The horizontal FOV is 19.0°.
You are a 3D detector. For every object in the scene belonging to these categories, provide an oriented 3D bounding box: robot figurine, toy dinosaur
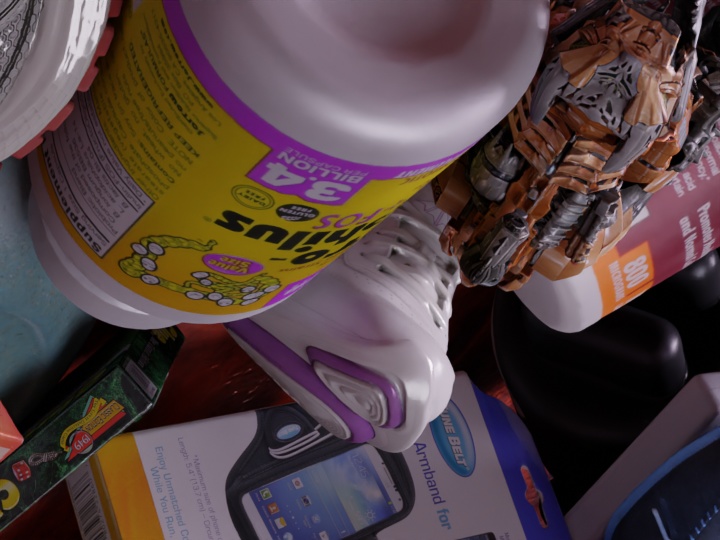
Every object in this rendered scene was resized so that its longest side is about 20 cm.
[{"bbox_3d":[0.129,0.042,0.979,0.150,0.125,0.200,-28,153,0],"label":"robot figurine"},{"bbox_3d":[0.058,-0.046,0.645,0.136,0.102,0.200,-57,-160,-23],"label":"toy dinosaur"}]

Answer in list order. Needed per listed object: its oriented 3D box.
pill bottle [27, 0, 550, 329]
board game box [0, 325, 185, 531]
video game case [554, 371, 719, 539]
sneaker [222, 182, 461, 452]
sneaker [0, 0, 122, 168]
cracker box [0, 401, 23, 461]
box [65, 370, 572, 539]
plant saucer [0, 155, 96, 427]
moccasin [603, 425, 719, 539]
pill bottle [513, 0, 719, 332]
[{"bbox_3d":[-0.034,-0.048,0.622,0.104,0.105,0.200,-18,170,-29],"label":"pill bottle"},{"bbox_3d":[-0.150,0.091,0.797,0.200,0.023,0.105,-39,-175,9],"label":"board game box"},{"bbox_3d":[0.153,0.108,0.958,0.182,0.022,0.200,-4,142,-42],"label":"video game case"},{"bbox_3d":[0.000,0.000,0.756,0.100,0.075,0.200,-44,-164,-2],"label":"sneaker"},{"bbox_3d":[-0.101,-0.107,0.544,0.082,0.078,0.201,-2,133,-34],"label":"sneaker"},{"bbox_3d":[-0.185,-0.008,0.526,0.058,0.134,0.200,-41,153,13],"label":"cracker box"},{"bbox_3d":[-0.008,0.111,0.858,0.199,0.120,0.041,-7,159,-33],"label":"box"},{"bbox_3d":[-0.161,0.034,0.730,0.200,0.039,0.201,-27,153,-15],"label":"plant saucer"},{"bbox_3d":[0.139,0.132,0.885,0.080,0.068,0.200,-18,149,-25],"label":"moccasin"},{"bbox_3d":[0.130,-0.073,0.803,0.199,0.114,0.114,-31,153,-6],"label":"pill bottle"}]
